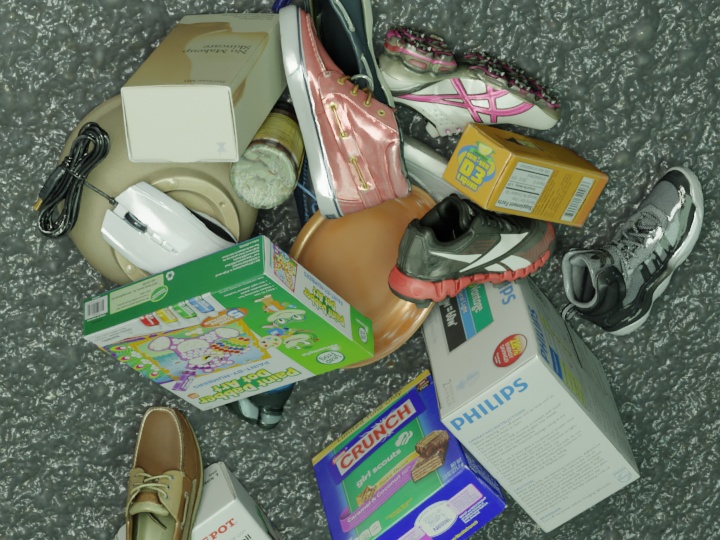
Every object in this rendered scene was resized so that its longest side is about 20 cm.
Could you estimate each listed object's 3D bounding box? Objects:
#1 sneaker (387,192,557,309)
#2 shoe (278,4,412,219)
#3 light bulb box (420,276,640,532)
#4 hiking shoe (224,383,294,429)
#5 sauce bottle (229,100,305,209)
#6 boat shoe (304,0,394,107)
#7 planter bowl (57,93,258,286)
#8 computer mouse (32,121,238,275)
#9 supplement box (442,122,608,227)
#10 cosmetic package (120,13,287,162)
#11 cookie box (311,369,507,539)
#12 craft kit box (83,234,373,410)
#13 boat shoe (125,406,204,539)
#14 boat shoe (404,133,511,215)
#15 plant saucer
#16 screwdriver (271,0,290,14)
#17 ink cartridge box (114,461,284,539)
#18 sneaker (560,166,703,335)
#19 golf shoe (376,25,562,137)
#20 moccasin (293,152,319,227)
[{"bbox_3d":[0.118,-0.032,1.680,0.199,0.071,0.099,-15,124,-30],"label":"sneaker"},{"bbox_3d":[-0.013,-0.154,1.571,0.090,0.071,0.202,-13,94,7],"label":"shoe"},{"bbox_3d":[0.172,0.124,1.765,0.124,0.199,0.200,-34,120,15],"label":"light bulb box"},{"bbox_3d":[-0.149,0.089,1.732,0.199,0.074,0.087,26,98,-37],"label":"hiking shoe"},{"bbox_3d":[-0.083,-0.114,1.580,0.064,0.200,0.065,1,108,2],"label":"sauce bottle"},{"bbox_3d":[-0.013,-0.189,1.630,0.062,0.074,0.202,-37,128,-47],"label":"boat shoe"},{"bbox_3d":[-0.183,-0.058,1.607,0.198,0.135,0.202,-7,116,-14],"label":"planter bowl"},{"bbox_3d":[-0.189,-0.040,1.512,0.199,0.044,0.110,30,102,-26],"label":"computer mouse"},{"bbox_3d":[0.167,-0.094,1.699,0.199,0.066,0.069,11,113,-54],"label":"supplement box"},{"bbox_3d":[-0.136,-0.167,1.526,0.104,0.200,0.072,0,116,10],"label":"cosmetic package"},{"bbox_3d":[0.046,0.221,1.767,0.171,0.200,0.075,-39,116,9],"label":"cookie box"},{"bbox_3d":[-0.120,0.054,1.566,0.199,0.049,0.197,-19,150,24],"label":"craft kit box"},{"bbox_3d":[-0.203,0.238,1.720,0.075,0.074,0.202,-4,76,9],"label":"boat shoe"},{"bbox_3d":[0.083,-0.076,1.733,0.199,0.072,0.069,30,99,-37],"label":"boat shoe"},{"bbox_3d":[0.000,0.000,1.679,0.199,0.037,0.202,-19,124,-30],"label":"plant saucer"},{"bbox_3d":[-0.089,-0.235,1.631,0.028,0.029,0.201,21,114,-26],"label":"screwdriver"},{"bbox_3d":[-0.149,0.329,1.827,0.144,0.084,0.201,-35,119,0],"label":"ink cartridge box"},{"bbox_3d":[0.284,-0.022,1.799,0.113,0.075,0.201,7,117,-43],"label":"sneaker"},{"bbox_3d":[0.103,-0.173,1.692,0.198,0.073,0.093,17,114,-14],"label":"golf shoe"},{"bbox_3d":[-0.020,-0.046,1.707,0.080,0.068,0.201,-18,118,-10],"label":"moccasin"}]
